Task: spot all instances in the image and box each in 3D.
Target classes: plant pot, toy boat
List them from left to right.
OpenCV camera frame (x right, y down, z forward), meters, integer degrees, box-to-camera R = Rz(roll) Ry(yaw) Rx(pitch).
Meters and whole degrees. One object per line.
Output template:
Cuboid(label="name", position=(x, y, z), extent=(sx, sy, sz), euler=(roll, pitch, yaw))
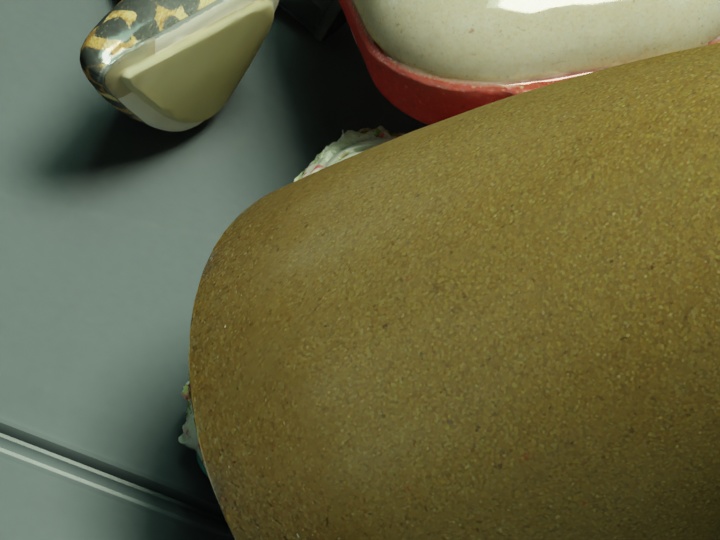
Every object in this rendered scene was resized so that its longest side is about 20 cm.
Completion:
Cuboid(label="toy boat", position=(0.053, -0.089, 0.987), extent=(0.130, 0.131, 0.200), euler=(-8, 37, -9))
Cuboid(label="plant pot", position=(0.085, 0.014, 0.794), extent=(0.186, 0.200, 0.186), euler=(27, 47, -33))

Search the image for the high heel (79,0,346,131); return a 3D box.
Cuboid(label="high heel", position=(-0.090, -0.121, 0.996), extent=(0.143, 0.071, 0.200), euler=(39, 25, 8))

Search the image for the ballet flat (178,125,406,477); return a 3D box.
Cuboid(label="ballet flat", position=(0.000, 0.000, 0.921), extent=(0.076, 0.064, 0.200), euler=(24, 39, 0))
